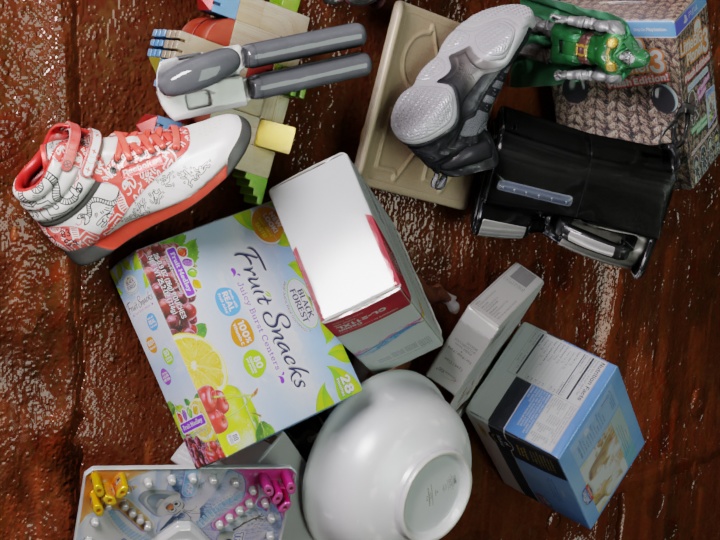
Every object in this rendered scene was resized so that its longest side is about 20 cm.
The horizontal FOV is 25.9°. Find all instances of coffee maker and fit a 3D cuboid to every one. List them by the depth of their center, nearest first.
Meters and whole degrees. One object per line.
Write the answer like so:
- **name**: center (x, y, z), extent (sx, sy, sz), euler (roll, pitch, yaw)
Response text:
- **coffee maker**: center (0.231, -0.109, 1.681), extent (0.198, 0.135, 0.194), euler (15, 92, -2)

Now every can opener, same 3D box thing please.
- **can opener**: center (-0.080, -0.173, 1.352), extent (0.198, 0.067, 0.054), euler (-14, 102, -17)

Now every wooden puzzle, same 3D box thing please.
- **wooden puzzle**: center (0.066, -0.169, 1.626), extent (0.199, 0.046, 0.187), euler (10, 96, -50)

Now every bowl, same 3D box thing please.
- **bowl**: center (0.045, 0.206, 1.532), extent (0.200, 0.090, 0.203), euler (-19, 119, -37)

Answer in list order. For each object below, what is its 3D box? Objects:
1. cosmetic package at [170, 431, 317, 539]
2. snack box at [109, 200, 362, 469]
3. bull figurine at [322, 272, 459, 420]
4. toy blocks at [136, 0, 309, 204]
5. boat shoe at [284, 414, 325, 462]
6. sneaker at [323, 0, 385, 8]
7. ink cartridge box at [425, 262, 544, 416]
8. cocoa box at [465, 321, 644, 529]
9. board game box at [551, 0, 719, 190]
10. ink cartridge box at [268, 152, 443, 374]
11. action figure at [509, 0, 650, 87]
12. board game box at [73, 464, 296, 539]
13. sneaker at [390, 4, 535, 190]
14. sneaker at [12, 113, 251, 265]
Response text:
- **cosmetic package**: center (-0.089, 0.232, 1.554), extent (0.090, 0.106, 0.201), euler (-50, 130, -19)
- **snack box**: center (-0.113, 0.056, 1.442), extent (0.168, 0.068, 0.202), euler (-21, 87, -37)
- **bull figurine**: center (0.031, 0.092, 1.657), extent (0.121, 0.065, 0.202), euler (20, 90, -49)
- **toy blocks**: center (-0.131, -0.175, 1.408), extent (0.136, 0.100, 0.202), euler (15, 90, -35)
- **boat shoe**: center (-0.049, 0.167, 1.590), extent (0.201, 0.067, 0.072), euler (60, 38, -36)
- **sneaker**: center (-0.018, -0.315, 1.477), extent (0.200, 0.075, 0.116), euler (36, 81, -45)
- **ink cartridge box**: center (0.119, 0.094, 1.697), extent (0.177, 0.045, 0.200), euler (-61, 169, 22)
- **cocoa box**: center (0.227, 0.180, 1.795), extent (0.134, 0.131, 0.200), euler (-54, 147, -17)
- **board game box**: center (0.304, -0.205, 1.748), extent (0.097, 0.158, 0.202), euler (-45, 130, -46)
- **ink cartridge box**: center (0.000, 0.000, 1.485), extent (0.082, 0.147, 0.200), euler (-25, 158, 5)
- **action figure**: center (0.223, -0.237, 1.644), extent (0.054, 0.199, 0.119), euler (-20, 115, -38)
- **board game box**: center (-0.168, 0.268, 1.454), extent (0.198, 0.026, 0.202), euler (2, 120, -20)
- **sneaker**: center (0.117, -0.174, 1.593), extent (0.200, 0.075, 0.114), euler (-48, 135, -18)
- **sneaker**: center (-0.197, -0.093, 1.322), extent (0.200, 0.068, 0.108), euler (-32, 126, 13)
